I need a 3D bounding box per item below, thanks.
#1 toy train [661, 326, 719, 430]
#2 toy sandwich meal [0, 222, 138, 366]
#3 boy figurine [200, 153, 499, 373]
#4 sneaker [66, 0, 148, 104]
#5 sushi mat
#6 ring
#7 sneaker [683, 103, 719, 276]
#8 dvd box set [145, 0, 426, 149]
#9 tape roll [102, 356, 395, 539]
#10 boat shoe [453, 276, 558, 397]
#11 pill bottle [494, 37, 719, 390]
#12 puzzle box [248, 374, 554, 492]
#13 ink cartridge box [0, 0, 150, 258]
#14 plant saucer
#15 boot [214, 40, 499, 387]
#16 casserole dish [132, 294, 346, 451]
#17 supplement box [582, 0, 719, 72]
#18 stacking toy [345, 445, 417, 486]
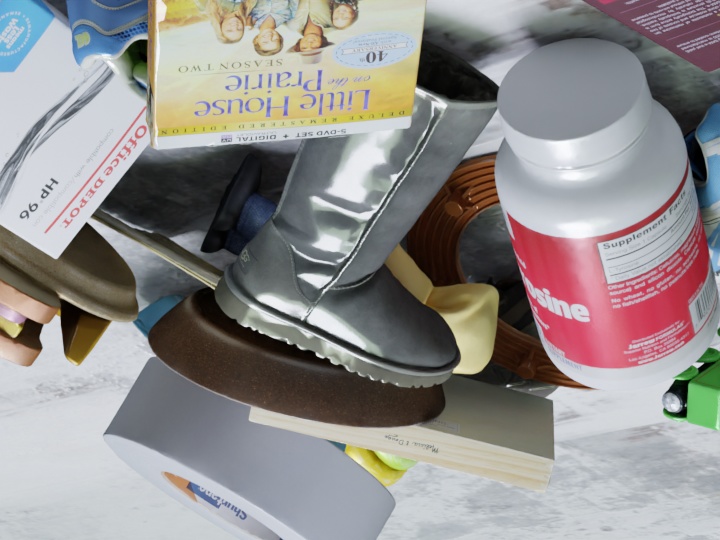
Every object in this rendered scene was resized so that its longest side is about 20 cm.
[{"bbox_3d":[0.262,0.054,1.699,0.056,0.042,0.200,14,-153,34],"label":"toy train"},{"bbox_3d":[-0.223,-0.009,1.616,0.205,0.070,0.205,37,-172,-6],"label":"toy sandwich meal"},{"bbox_3d":[0.000,0.000,1.659,0.200,0.065,0.124,25,154,-3],"label":"boy figurine"},{"bbox_3d":[-0.094,-0.119,1.453,0.076,0.077,0.200,-18,151,39],"label":"sneaker"},{"bbox_3d":[-0.108,-0.003,1.686,0.096,0.012,0.200,24,-178,-42],"label":"sushi mat"},{"bbox_3d":[0.123,0.007,1.674,0.200,0.019,0.201,14,138,14],"label":"ring"},{"bbox_3d":[0.223,-0.053,1.580,0.072,0.072,0.200,38,166,9],"label":"sneaker"},{"bbox_3d":[-0.037,-0.143,1.341,0.146,0.029,0.200,-5,141,-10],"label":"dvd box set"},{"bbox_3d":[-0.077,0.139,1.800,0.200,0.066,0.200,28,166,7],"label":"tape roll"},{"bbox_3d":[0.112,0.042,1.802,0.074,0.074,0.200,18,148,-35],"label":"boat shoe"},{"bbox_3d":[0.141,-0.033,1.518,0.112,0.112,0.200,-3,135,17],"label":"pill bottle"},{"bbox_3d":[0.030,0.092,1.721,0.199,0.025,0.133,14,-165,1],"label":"puzzle box"},{"bbox_3d":[-0.188,-0.088,1.481,0.068,0.116,0.200,41,-177,38],"label":"ink cartridge box"},{"bbox_3d":[-0.038,0.050,1.701,0.200,0.035,0.200,12,-166,-3],"label":"plant saucer"},{"bbox_3d":[0.026,-0.035,1.541,0.181,0.073,0.200,18,116,-31],"label":"boot"},{"bbox_3d":[-0.081,0.080,1.883,0.200,0.039,0.121,40,-179,-32],"label":"casserole dish"},{"bbox_3d":[0.151,-0.174,1.297,0.200,0.061,0.109,25,151,-38],"label":"supplement box"},{"bbox_3d":[0.022,0.116,1.976,0.200,0.110,0.116,-24,162,30],"label":"stacking toy"}]
